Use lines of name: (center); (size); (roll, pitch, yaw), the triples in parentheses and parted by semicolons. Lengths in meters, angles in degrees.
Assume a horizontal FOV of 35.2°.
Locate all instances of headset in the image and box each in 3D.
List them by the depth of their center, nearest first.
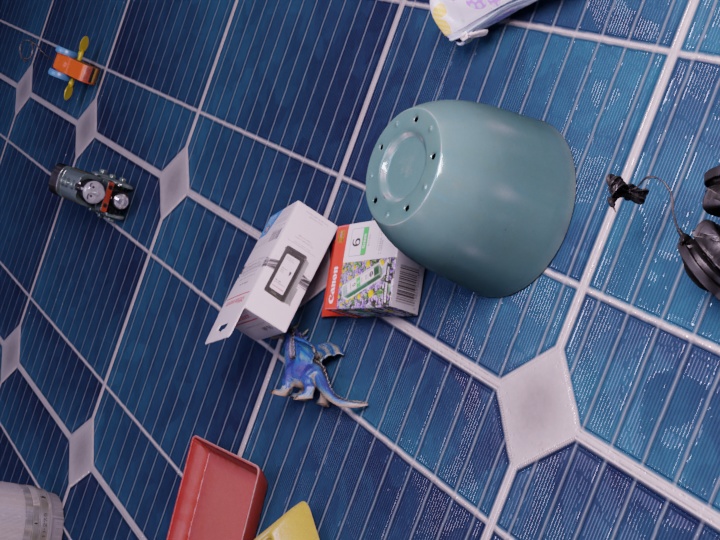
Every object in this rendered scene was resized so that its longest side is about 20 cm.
headset: (0.305, -0.041, 0.961); (0.199, 0.093, 0.125); (27, 98, 43)

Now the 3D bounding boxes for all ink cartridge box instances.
ink cartridge box: (0.000, 0.000, 1.405); (0.199, 0.050, 0.111); (-5, 73, 53)
ink cartridge box: (-0.117, 0.020, 1.476); (0.202, 0.067, 0.116); (-63, 17, -19)

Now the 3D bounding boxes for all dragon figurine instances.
dragon figurine: (-0.060, 0.117, 1.435); (0.199, 0.058, 0.101); (6, 82, 56)

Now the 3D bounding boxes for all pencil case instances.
pencil case: (0.166, -0.326, 1.263); (0.199, 0.083, 0.092); (-21, 44, 48)

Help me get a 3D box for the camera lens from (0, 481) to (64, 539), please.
camera lens: (-0.641, 0.452, 1.986); (0.159, 0.198, 0.163); (-25, 57, 46)

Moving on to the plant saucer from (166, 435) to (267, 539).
plant saucer: (-0.197, 0.347, 1.553); (0.199, 0.036, 0.203); (9, 85, 56)

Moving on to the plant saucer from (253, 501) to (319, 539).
plant saucer: (-0.114, 0.413, 1.369); (0.200, 0.048, 0.202); (-42, 51, 28)

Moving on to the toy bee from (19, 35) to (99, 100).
toy bee: (-0.613, -0.443, 2.410); (0.131, 0.108, 0.200); (-50, 65, 17)

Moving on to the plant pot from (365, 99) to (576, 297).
plant pot: (0.102, -0.089, 1.205); (0.199, 0.159, 0.204); (-27, 56, 47)

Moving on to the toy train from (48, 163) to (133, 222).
toy train: (-0.502, -0.149, 2.107); (0.199, 0.113, 0.087); (22, 95, 55)
